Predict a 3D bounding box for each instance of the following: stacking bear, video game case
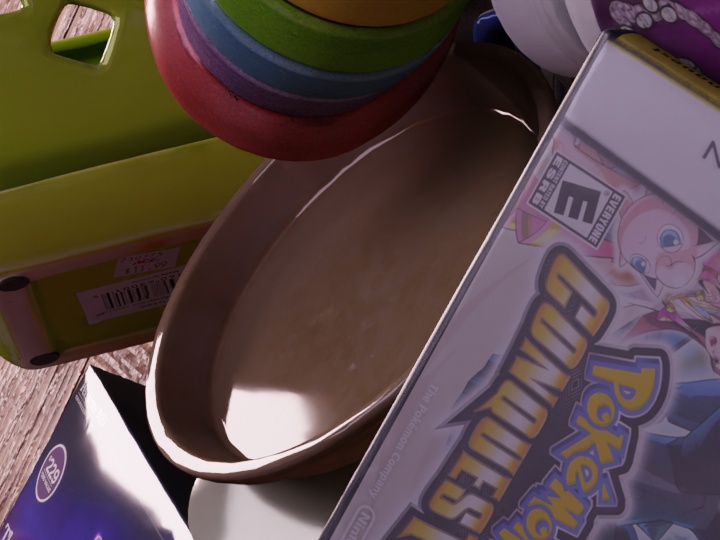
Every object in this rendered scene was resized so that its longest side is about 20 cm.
[{"bbox_3d":[-0.002,-0.130,0.857,0.200,0.121,0.114,124,169,-60],"label":"stacking bear"},{"bbox_3d":[0.097,0.062,0.713,0.181,0.025,0.200,35,107,19],"label":"video game case"}]

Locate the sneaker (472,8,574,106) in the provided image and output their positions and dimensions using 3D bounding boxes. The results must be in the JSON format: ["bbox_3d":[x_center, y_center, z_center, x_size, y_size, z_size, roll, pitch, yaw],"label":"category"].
[{"bbox_3d":[0.053,-0.012,1.010,0.075,0.088,0.201,1,72,58],"label":"sneaker"}]

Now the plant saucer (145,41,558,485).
[{"bbox_3d":[0.000,0.000,0.932,0.200,0.029,0.200,-33,32,24],"label":"plant saucer"}]

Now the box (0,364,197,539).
[{"bbox_3d":[-0.103,0.154,1.168,0.141,0.079,0.200,-59,29,9],"label":"box"}]

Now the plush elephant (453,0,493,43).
[{"bbox_3d":[0.037,-0.178,1.077,0.155,0.165,0.200,-39,56,-2],"label":"plush elephant"}]

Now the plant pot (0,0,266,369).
[{"bbox_3d":[-0.116,-0.069,1.156,0.199,0.199,0.182,90,165,-70],"label":"plant pot"}]

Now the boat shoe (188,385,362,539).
[{"bbox_3d":[0.028,0.060,0.949,0.200,0.063,0.071,-32,61,9],"label":"boat shoe"}]

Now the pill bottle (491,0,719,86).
[{"bbox_3d":[0.129,-0.099,0.737,0.200,0.112,0.113,5,74,54],"label":"pill bottle"}]
